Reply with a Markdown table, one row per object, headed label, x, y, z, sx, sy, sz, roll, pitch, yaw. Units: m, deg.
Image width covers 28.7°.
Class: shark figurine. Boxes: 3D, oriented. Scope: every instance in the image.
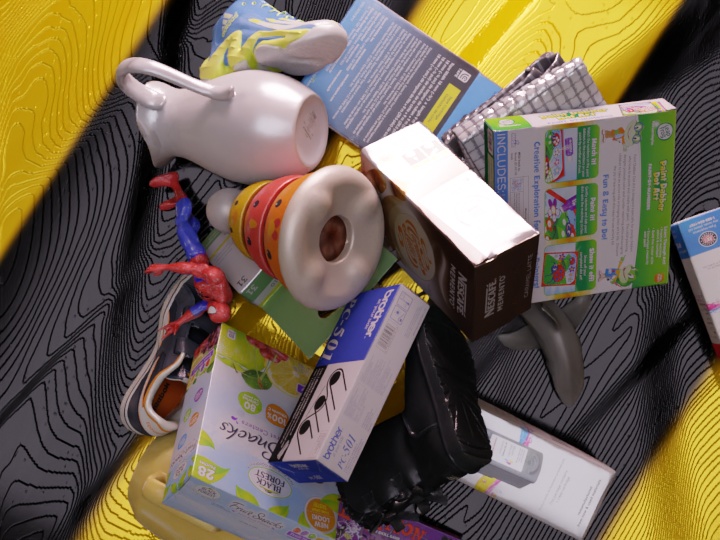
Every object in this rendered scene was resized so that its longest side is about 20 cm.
| label | x | y | z | sx | sy | sz | roll | pitch | yaw |
| --- | --- | --- | --- | --- | --- | --- | --- | --- | --- |
| shark figurine | 0.173 | 0.043 | 1.534 | 0.214 | 0.090 | 0.128 | 31 | 89 | 1 |

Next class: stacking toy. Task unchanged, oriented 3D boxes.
| label | x | y | z | sx | sy | sz | roll | pitch | yaw |
| --- | --- | --- | --- | --- | --- | --- | --- | --- | --- |
| stacking toy | -0.088 | -0.045 | 1.449 | 0.200 | 0.146 | 0.147 | 12 | 89 | 41 |

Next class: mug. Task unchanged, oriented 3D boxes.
| label | x | y | z | sx | sy | sz | roll | pitch | yaw |
| --- | --- | --- | --- | --- | --- | --- | --- | --- | --- |
| mug | -0.165 | 0.236 | 1.510 | 0.153 | 0.187 | 0.150 | 25 | 56 | 12 |

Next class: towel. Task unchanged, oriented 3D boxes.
| label | x | y | z | sx | sy | sz | roll | pitch | yaw |
| --- | --- | --- | --- | --- | --- | --- | --- | --- | --- |
| towel | 0.197 | -0.118 | 1.508 | 0.165 | 0.086 | 0.200 | -34 | 117 | 2 |

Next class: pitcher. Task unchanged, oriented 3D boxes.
| label | x | y | z | sx | sy | sz | roll | pitch | yaw |
| --- | --- | --- | --- | --- | --- | --- | --- | --- | --- |
| pitcher | -0.149 | -0.166 | 1.487 | 0.199 | 0.172 | 0.122 | 7 | 67 | 24 |

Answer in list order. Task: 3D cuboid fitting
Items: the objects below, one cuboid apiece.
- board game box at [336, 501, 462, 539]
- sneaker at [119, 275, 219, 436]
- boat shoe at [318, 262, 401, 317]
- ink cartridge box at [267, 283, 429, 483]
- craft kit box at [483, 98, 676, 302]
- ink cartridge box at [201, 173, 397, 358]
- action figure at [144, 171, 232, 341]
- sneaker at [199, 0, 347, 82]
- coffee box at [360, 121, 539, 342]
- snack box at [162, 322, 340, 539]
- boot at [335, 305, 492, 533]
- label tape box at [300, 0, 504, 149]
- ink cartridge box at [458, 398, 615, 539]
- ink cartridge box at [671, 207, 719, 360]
| label | x | y | z | sx | sy | sz | roll | pitch | yaw |
| --- | --- | --- | --- | --- | --- | --- | --- | --- | --- |
| board game box | 0.001 | 0.312 | 1.544 | 0.199 | 0.032 | 0.120 | 23 | 86 | -10 |
| sneaker | -0.186 | 0.091 | 1.532 | 0.078 | 0.079 | 0.201 | 32 | 73 | -34 |
| boat shoe | -0.003 | -0.003 | 1.537 | 0.202 | 0.075 | 0.075 | -42 | 45 | 2 |
| ink cartridge box | -0.011 | 0.111 | 1.382 | 0.044 | 0.094 | 0.200 | 38 | 63 | -23 |
| craft kit box | 0.228 | -0.070 | 1.466 | 0.197 | 0.049 | 0.201 | -6 | 115 | -8 |
| ink cartridge box | -0.072 | -0.020 | 1.511 | 0.146 | 0.048 | 0.200 | -49 | 46 | 2 |
| action figure | -0.202 | -0.008 | 1.515 | 0.099 | 0.065 | 0.200 | -27 | 53 | -7 |
| sneaker | -0.099 | -0.262 | 1.528 | 0.199 | 0.076 | 0.105 | -12 | 69 | 35 |
| coffee box | 0.086 | -0.042 | 1.424 | 0.080 | 0.115 | 0.200 | -27 | 51 | -21 |
| snack box | -0.100 | 0.176 | 1.437 | 0.168 | 0.200 | 0.068 | 27 | 133 | -21 |
| boot | 0.044 | 0.154 | 1.412 | 0.162 | 0.073 | 0.199 | -36 | 50 | 32 |
| label tape box | 0.044 | -0.190 | 1.556 | 0.200 | 0.063 | 0.144 | 35 | 91 | 2 |
| ink cartridge box | 0.159 | 0.200 | 1.500 | 0.199 | 0.148 | 0.086 | 25 | 90 | 5 |
| ink cartridge box | 0.428 | 0.024 | 1.529 | 0.116 | 0.067 | 0.201 | -19 | 88 | 3 |
